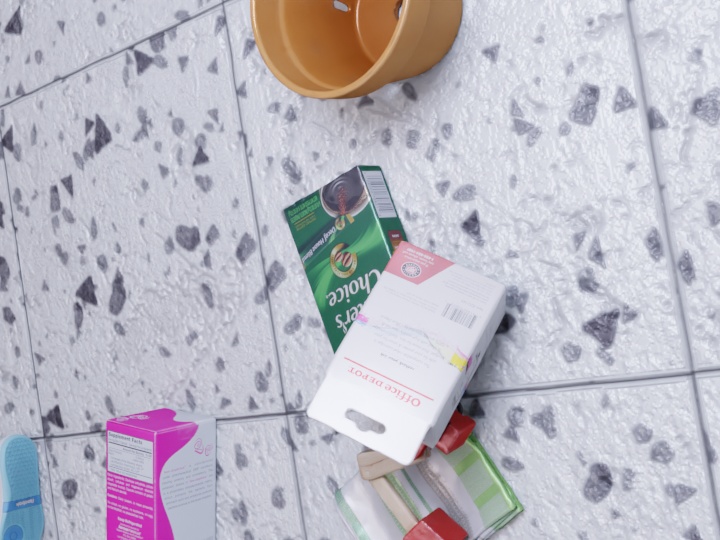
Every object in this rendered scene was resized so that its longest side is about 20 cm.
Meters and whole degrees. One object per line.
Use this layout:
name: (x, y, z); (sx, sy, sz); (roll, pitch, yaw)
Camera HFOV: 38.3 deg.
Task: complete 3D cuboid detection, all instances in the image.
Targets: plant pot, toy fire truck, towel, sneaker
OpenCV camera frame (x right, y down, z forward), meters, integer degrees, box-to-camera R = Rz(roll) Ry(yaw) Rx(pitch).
plant pot: (0.008, -0.268, 1.032); (0.200, 0.140, 0.201); (4, 97, 38)
toy fire truck: (0.042, 0.180, 1.049); (0.200, 0.049, 0.141); (37, 110, 20)
towel: (0.063, 0.246, 1.096); (0.200, 0.031, 0.149); (-49, 65, 30)
sneaker: (-0.545, 0.348, 1.558); (0.130, 0.079, 0.201); (-7, 80, 37)

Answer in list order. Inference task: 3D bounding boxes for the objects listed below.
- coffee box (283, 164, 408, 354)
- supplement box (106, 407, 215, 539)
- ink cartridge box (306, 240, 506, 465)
coffee box: (0.000, 0.000, 1.118); (0.123, 0.044, 0.200); (-27, 77, 36)
supplement box: (-0.250, 0.283, 1.302); (0.103, 0.101, 0.201); (6, 96, 39)
ink cartridge box: (0.045, 0.086, 0.989); (0.116, 0.068, 0.200); (25, 67, 17)
